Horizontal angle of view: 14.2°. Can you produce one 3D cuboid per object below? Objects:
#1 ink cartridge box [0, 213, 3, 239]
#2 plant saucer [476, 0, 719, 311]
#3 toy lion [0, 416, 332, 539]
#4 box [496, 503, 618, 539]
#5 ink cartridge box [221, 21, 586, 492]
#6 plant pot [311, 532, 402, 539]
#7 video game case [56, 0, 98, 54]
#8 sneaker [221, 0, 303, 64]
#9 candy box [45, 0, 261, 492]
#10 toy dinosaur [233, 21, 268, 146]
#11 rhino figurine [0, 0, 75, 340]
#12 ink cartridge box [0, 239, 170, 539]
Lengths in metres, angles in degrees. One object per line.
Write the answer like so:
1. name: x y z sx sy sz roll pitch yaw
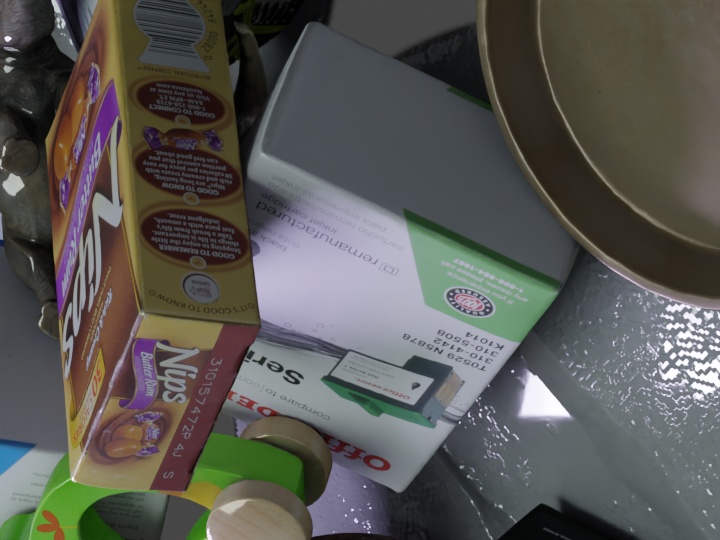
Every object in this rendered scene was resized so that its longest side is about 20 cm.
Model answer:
1. ink cartridge box: -0.201 -0.030 1.575 0.200 0.083 0.146 43 142 22
2. plant saucer: 0.131 -0.080 1.151 0.200 0.029 0.201 25 130 34
3. toy lion: -0.109 0.158 1.374 0.191 0.069 0.201 5 127 9
4. box: 0.073 0.234 1.328 0.124 0.200 0.149 23 133 36
5. ink cartridge box: 0.000 0.000 1.296 0.146 0.085 0.200 24 144 -6
6. plant pot: 0.002 0.272 1.497 0.187 0.187 0.200 17 144 44
7. video game case: -0.132 -0.202 1.341 0.201 0.023 0.182 67 156 15
8. sneaker: -0.053 -0.164 1.291 0.076 0.075 0.200 51 144 9
9. candy box: -0.092 -0.020 1.243 0.117 0.056 0.200 116 152 -44
10. toy dinosaur: -0.042 -0.063 1.355 0.088 0.048 0.200 20 163 -10
11. rhino figurine: -0.154 -0.074 1.380 0.087 0.060 0.201 -126 25 -64
12. ink cartridge box: -0.176 0.107 1.466 0.147 0.145 0.200 9 132 -8
